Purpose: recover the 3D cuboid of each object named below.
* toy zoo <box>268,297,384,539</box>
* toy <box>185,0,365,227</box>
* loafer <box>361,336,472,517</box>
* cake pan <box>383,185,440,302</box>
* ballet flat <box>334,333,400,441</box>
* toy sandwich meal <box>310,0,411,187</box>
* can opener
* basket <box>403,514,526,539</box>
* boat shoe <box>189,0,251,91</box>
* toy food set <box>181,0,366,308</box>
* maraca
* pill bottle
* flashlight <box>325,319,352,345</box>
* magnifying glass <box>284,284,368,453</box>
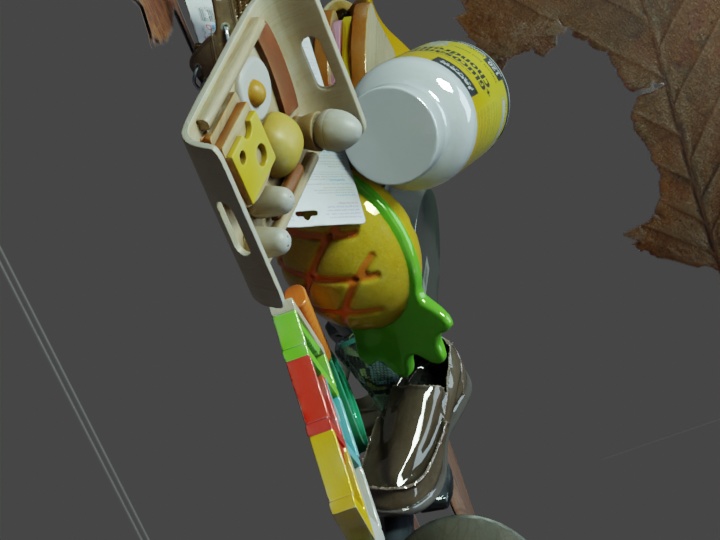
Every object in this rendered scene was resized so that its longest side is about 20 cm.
[{"bbox_3d":[-0.020,0.132,1.429,0.131,0.020,0.200,62,9,-68],"label":"toy zoo"},{"bbox_3d":[-0.076,-0.122,1.512,0.047,0.115,0.200,-29,-110,48],"label":"toy"},{"bbox_3d":[0.040,0.129,1.607,0.200,0.073,0.071,-68,151,-50],"label":"loafer"},{"bbox_3d":[0.045,0.006,1.789,0.200,0.037,0.200,2,90,-79],"label":"cake pan"},{"bbox_3d":[0.018,0.123,1.729,0.074,0.074,0.200,-106,179,-49],"label":"ballet flat"},{"bbox_3d":[0.009,-0.165,1.734,0.205,0.070,0.205,-7,90,-67],"label":"toy sandwich meal"},{"bbox_3d":[0.035,0.200,1.625,0.200,0.079,0.063,-73,152,-69],"label":"can opener"},{"bbox_3d":[0.081,0.291,1.286,0.200,0.136,0.180,-89,165,-71],"label":"basket"},{"bbox_3d":[-0.090,-0.158,1.437,0.072,0.072,0.200,22,67,-82],"label":"boat shoe"},{"bbox_3d":[-0.052,-0.092,1.338,0.200,0.060,0.144,-68,146,-43],"label":"toy food set"},{"bbox_3d":[0.000,0.000,1.576,0.107,0.137,0.200,-39,98,-40],"label":"maraca"},{"bbox_3d":[0.053,-0.129,1.590,0.112,0.112,0.200,70,20,-7],"label":"pill bottle"},{"bbox_3d":[-0.010,0.022,1.757,0.068,0.068,0.200,-68,159,-13],"label":"flashlight"},{"bbox_3d":[-0.027,0.084,1.595,0.200,0.022,0.080,66,6,-47],"label":"magnifying glass"}]
